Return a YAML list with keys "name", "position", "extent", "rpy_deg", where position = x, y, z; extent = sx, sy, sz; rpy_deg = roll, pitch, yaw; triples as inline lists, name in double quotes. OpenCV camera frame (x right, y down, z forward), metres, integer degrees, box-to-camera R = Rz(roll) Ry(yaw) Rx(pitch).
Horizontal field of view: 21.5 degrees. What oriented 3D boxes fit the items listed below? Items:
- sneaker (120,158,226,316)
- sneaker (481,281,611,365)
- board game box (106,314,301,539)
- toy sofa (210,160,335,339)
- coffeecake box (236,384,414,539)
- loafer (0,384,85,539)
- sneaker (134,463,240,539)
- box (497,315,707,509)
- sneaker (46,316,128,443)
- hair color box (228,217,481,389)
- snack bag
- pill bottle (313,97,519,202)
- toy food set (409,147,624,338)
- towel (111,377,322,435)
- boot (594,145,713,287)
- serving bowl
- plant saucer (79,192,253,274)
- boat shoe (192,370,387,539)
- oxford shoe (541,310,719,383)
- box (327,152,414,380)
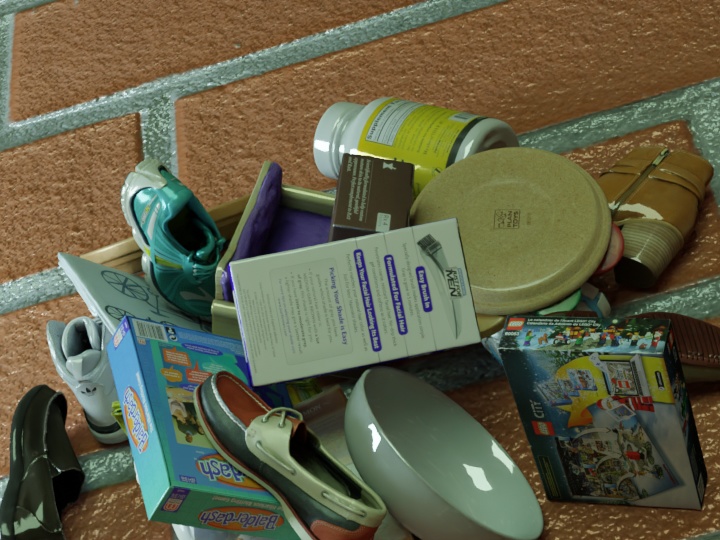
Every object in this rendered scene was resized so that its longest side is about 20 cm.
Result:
- name: "sneaker"
  position: [-0.164, -0.018, 1.786]
  extent: [0.079, 0.200, 0.078]
  rpy_deg: [28, 67, 34]
- name: "sneaker"
  position: [0.126, 0.047, 1.766]
  extent: [0.199, 0.075, 0.087]
  rpy_deg: [5, 53, 27]
- name: "board game box"
  position: [-0.123, 0.134, 1.605]
  extent: [0.045, 0.152, 0.200]
  rpy_deg: [-56, 36, 30]
- name: "toy sofa"
  position: [-0.078, -0.010, 1.832]
  extent: [0.082, 0.098, 0.200]
  rpy_deg: [13, 41, 6]
- name: "coffeecake box"
  position: [-0.046, 0.216, 1.654]
  extent: [0.153, 0.073, 0.200]
  rpy_deg: [-25, 42, -2]
- name: "loafer"
  position: [-0.292, 0.194, 1.791]
  extent: [0.071, 0.073, 0.201]
  rpy_deg: [-4, 49, 5]
- name: "sneaker"
  position: [-0.153, 0.180, 1.646]
  extent: [0.080, 0.076, 0.200]
  rpy_deg: [-41, 36, 19]
- name: "box"
  position: [0.202, 0.118, 1.560]
  extent: [0.136, 0.200, 0.038]
  rpy_deg: [2, 47, 23]
- name: "sneaker"
  position: [-0.248, 0.063, 1.865]
  extent: [0.075, 0.115, 0.201]
  rpy_deg: [-14, 42, 13]
- name: "hair color box"
  position: [-0.006, 0.029, 1.621]
  extent: [0.199, 0.065, 0.110]
  rpy_deg: [-11, 86, -4]
- name: "snack bag"
  position: [-0.181, 0.060, 1.810]
  extent: [0.021, 0.188, 0.200]
  rpy_deg: [-58, 41, 13]
- name: "pill bottle"
  position: [0.054, -0.116, 1.935]
  extent: [0.199, 0.112, 0.111]
  rpy_deg: [16, 53, 35]
- name: "toy food set"
  position: [0.139, -0.032, 1.752]
  extent: [0.197, 0.049, 0.201]
  rpy_deg: [-14, 51, 2]
- name: "towel"
  position: [-0.125, 0.139, 1.759]
  extent: [0.199, 0.086, 0.018]
  rpy_deg: [-9, 46, 14]
- name: "boot"
  position: [0.233, -0.069, 1.845]
  extent: [0.199, 0.074, 0.155]
  rpy_deg: [20, 56, 22]
- name: "serving bowl"
  position: [0.059, 0.173, 1.594]
  extent: [0.066, 0.200, 0.200]
  rpy_deg: [-49, 38, 18]
- name: "plant saucer"
  position: [-0.187, -0.032, 1.935]
  extent: [0.199, 0.038, 0.200]
  rpy_deg: [-20, 4, 1]
- name: "boat shoe"
  position: [-0.057, 0.149, 1.542]
  extent: [0.200, 0.063, 0.071]
  rpy_deg: [47, 33, 21]
- name: "oxford shoe"
  position: [0.249, 0.083, 1.686]
  extent: [0.199, 0.075, 0.071]
  rpy_deg: [6, 29, 2]
- name: "box"
  position: [0.000, 0.000, 1.762]
  extent: [0.075, 0.201, 0.100]
  rpy_deg: [10, 44, -3]
